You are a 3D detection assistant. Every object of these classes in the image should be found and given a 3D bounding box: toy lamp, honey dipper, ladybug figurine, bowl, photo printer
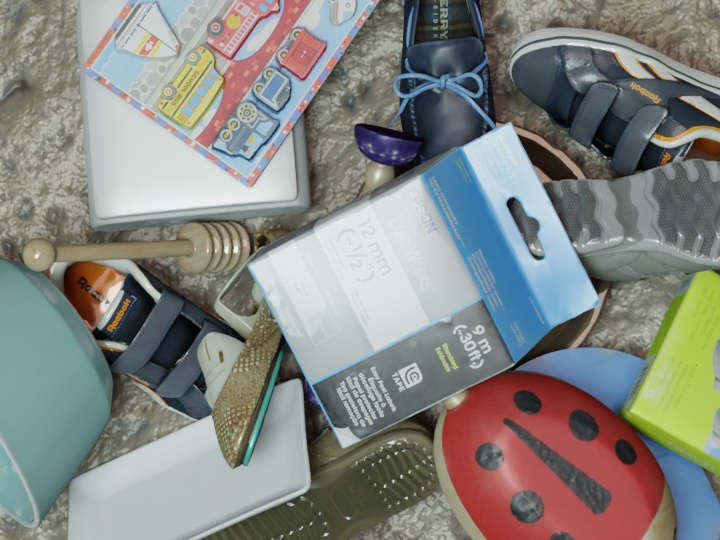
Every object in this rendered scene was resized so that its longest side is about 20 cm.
[{"bbox_3d":[0.000,0.000,1.367,0.058,0.058,0.202,15,101,5],"label":"toy lamp"},{"bbox_3d":[-0.156,-0.013,1.351,0.038,0.199,0.038,3,94,38],"label":"honey dipper"},{"bbox_3d":[0.138,0.147,1.322,0.199,0.072,0.136,36,76,-6],"label":"ladybug figurine"},{"bbox_3d":[-0.248,0.070,1.357,0.105,0.201,0.201,-36,83,-21],"label":"bowl"},{"bbox_3d":[-0.125,-0.137,1.418,0.164,0.069,0.203,-5,84,2],"label":"photo printer"}]

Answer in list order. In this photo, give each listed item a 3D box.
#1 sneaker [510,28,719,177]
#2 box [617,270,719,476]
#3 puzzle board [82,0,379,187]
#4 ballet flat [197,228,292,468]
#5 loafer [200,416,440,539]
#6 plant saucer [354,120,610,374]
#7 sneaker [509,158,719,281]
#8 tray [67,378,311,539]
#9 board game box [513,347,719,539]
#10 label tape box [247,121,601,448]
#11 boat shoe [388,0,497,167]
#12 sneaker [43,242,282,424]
[{"bbox_3d":[0.198,-0.110,1.378,0.198,0.079,0.080,17,56,4],"label":"sneaker"},{"bbox_3d":[0.297,0.098,1.367,0.199,0.048,0.123,28,79,-1],"label":"box"},{"bbox_3d":[-0.084,-0.183,1.379,0.150,0.017,0.201,34,84,3],"label":"puzzle board"},{"bbox_3d":[-0.080,0.050,1.365,0.065,0.071,0.201,23,49,-4],"label":"ballet flat"},{"bbox_3d":[-0.028,0.160,1.385,0.198,0.068,0.077,-22,109,15],"label":"loafer"},{"bbox_3d":[0.086,-0.009,1.415,0.198,0.029,0.203,0,84,4],"label":"plant saucer"},{"bbox_3d":[0.206,-0.030,1.351,0.198,0.082,0.076,3,71,13],"label":"sneaker"},{"bbox_3d":[-0.121,0.157,1.368,0.198,0.022,0.108,-25,40,15],"label":"tray"},{"bbox_3d":[0.165,0.157,1.389,0.157,0.039,0.202,-25,86,-8],"label":"board game box"},{"bbox_3d":[0.044,0.010,1.302,0.199,0.066,0.144,-26,96,12],"label":"label tape box"},{"bbox_3d":[0.054,-0.150,1.393,0.083,0.069,0.202,-11,70,2],"label":"boat shoe"},{"bbox_3d":[-0.148,0.050,1.397,0.199,0.079,0.079,31,86,4],"label":"sneaker"}]
